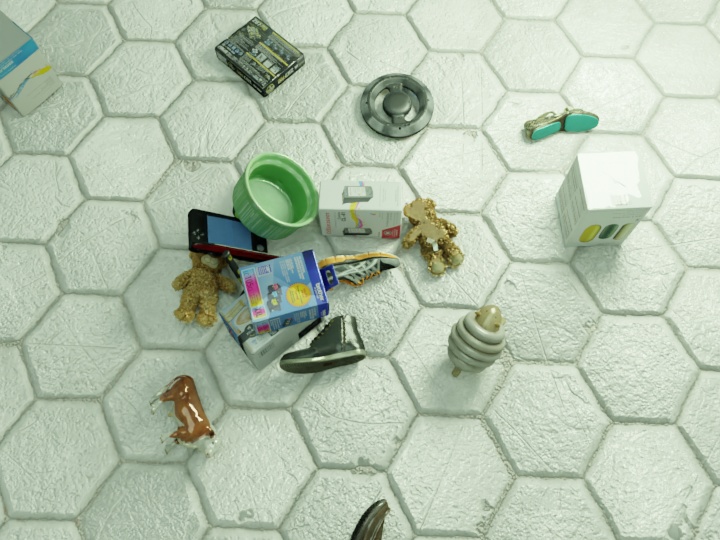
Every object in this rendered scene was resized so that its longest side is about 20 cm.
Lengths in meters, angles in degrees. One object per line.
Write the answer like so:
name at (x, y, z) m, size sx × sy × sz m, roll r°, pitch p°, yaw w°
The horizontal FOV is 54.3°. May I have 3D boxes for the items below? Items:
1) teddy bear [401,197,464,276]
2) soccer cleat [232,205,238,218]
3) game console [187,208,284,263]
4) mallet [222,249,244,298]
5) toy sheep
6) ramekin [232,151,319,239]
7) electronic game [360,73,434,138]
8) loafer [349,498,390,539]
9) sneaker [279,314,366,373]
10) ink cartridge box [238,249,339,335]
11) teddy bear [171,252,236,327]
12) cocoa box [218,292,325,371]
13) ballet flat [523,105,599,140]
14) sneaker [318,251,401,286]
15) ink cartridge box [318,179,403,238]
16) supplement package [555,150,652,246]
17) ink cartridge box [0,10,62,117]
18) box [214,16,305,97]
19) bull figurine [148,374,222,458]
teddy bear at (0.175, -0.081, 1.729) m, size 0.145 × 0.067 × 0.200 m, roll -43°, pitch 80°, yaw -7°
soccer cleat at (-0.273, -0.202, 1.762) m, size 0.081 × 0.068 × 0.200 m, roll 20°, pitch 51°, yaw 18°
game console at (-0.288, -0.084, 1.638) m, size 0.199 × 0.119 × 0.173 m, roll 11°, pitch 53°, yaw -31°
mallet at (-0.270, 0.008, 1.612) m, size 0.041 × 0.201 × 0.066 m, roll 19°, pitch 57°, yaw 22°
toy sheep at (0.258, 0.161, 1.572) m, size 0.137 × 0.201 × 0.138 m, roll 16°, pitch 27°, yaw -9°
ramekin at (-0.205, -0.170, 1.665) m, size 0.199 × 0.098 × 0.201 m, roll 20°, pitch 53°, yaw -29°
electronic game at (0.098, -0.444, 1.886) m, size 0.199 × 0.042 × 0.201 m, roll 0°, pitch 69°, yaw 0°
loafer at (0.012, 0.569, 1.450) m, size 0.071 × 0.073 × 0.201 m, roll 32°, pitch 75°, yaw 1°
sneaker at (-0.094, 0.170, 1.616) m, size 0.199 × 0.075 × 0.107 m, roll -7°, pitch 62°, yaw -13°
ink cartridge box at (-0.149, 0.041, 1.519) m, size 0.199 × 0.076 × 0.137 m, roll -15°, pitch 67°, yaw -10°
teddy bear at (-0.371, 0.036, 1.657) m, size 0.144 × 0.067 × 0.201 m, roll 25°, pitch 69°, yaw 7°
cocoa box at (-0.198, 0.104, 1.603) m, size 0.200 × 0.134 × 0.131 m, roll -38°, pitch 71°, yaw -15°
ballet flat at (0.528, -0.399, 1.862) m, size 0.199 × 0.068 × 0.076 m, roll -13°, pitch 52°, yaw -3°
sneaker at (0.000, 0.000, 1.687) m, size 0.199 × 0.078 × 0.078 m, roll -8°, pitch 80°, yaw 0°
ink cartridge box at (0.002, -0.147, 1.704) m, size 0.199 × 0.148 × 0.086 m, roll 0°, pitch 66°, yaw 1°
supplement package at (0.577, -0.168, 1.686) m, size 0.151 × 0.200 × 0.152 m, roll -3°, pitch 67°, yaw -1°
ink cartridge box at (-0.913, -0.537, 1.835) m, size 0.147 × 0.200 × 0.145 m, roll 39°, pitch 74°, yaw 14°
box at (-0.278, -0.594, 1.945) m, size 0.200 × 0.049 × 0.161 m, roll 41°, pitch 74°, yaw 15°
bull figurine at (-0.384, 0.330, 1.541) m, size 0.121 × 0.065 × 0.201 m, roll -19°, pitch 66°, yaw -16°
